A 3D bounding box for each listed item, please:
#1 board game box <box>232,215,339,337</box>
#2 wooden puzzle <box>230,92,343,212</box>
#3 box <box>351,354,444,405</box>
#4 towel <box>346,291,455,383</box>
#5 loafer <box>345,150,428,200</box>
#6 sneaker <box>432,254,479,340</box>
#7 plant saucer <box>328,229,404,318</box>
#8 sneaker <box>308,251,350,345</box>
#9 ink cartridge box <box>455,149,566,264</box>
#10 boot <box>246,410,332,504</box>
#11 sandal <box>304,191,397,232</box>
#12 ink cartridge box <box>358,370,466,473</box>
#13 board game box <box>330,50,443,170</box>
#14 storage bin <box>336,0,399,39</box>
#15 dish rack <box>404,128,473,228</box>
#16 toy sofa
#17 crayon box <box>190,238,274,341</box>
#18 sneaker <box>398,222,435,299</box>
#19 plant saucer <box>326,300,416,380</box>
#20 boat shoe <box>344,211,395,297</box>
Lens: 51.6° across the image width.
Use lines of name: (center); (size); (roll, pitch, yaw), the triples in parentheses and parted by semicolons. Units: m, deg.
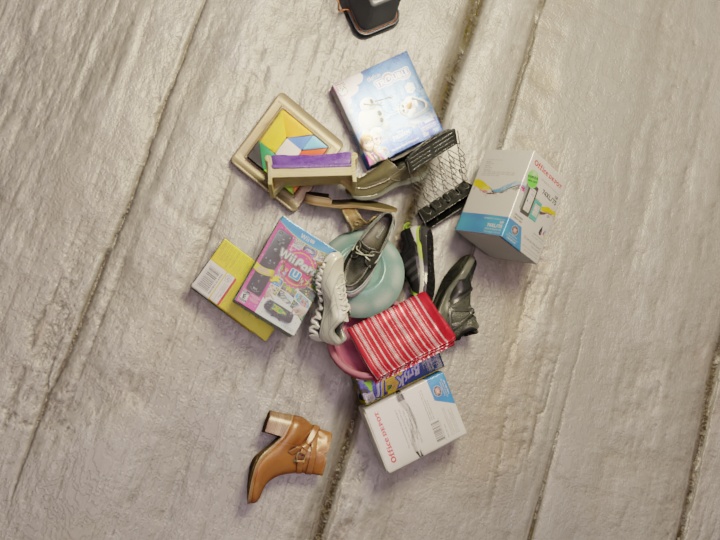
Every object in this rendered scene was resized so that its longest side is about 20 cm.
board game box: (-0.156, 0.013, 1.560); (0.145, 0.064, 0.203); (31, 77, -8)
wooden puzzle: (-0.160, -0.263, 1.643); (0.184, 0.037, 0.202); (37, 80, -6)
box: (0.081, 0.224, 1.637); (0.196, 0.070, 0.066); (-23, 89, -12)
towel: (0.087, 0.136, 1.567); (0.196, 0.023, 0.146); (-25, 57, -12)
loafer: (0.054, -0.218, 1.650); (0.196, 0.075, 0.071); (-22, 127, -12)
sneaker: (0.228, 0.070, 1.678); (0.113, 0.076, 0.203); (30, 76, -18)
plant saucer: (0.000, 0.000, 1.623); (0.195, 0.039, 0.207); (0, 71, 0)
sneaker: (-0.051, 0.060, 1.535); (0.080, 0.074, 0.205); (21, 116, 30)
ink cartridge box: (0.334, -0.144, 1.651); (0.145, 0.144, 0.205); (29, 80, -37)
boot: (-0.153, 0.413, 1.586); (0.152, 0.077, 0.205); (21, 75, -13)
sandal: (-0.025, -0.122, 1.651); (0.205, 0.078, 0.072); (9, 105, -8)
ink cartridge box: (0.111, 0.327, 1.629); (0.196, 0.084, 0.148); (-23, 90, -12)
board game box: (0.060, -0.363, 1.689); (0.196, 0.043, 0.203); (-27, 90, -11)
storage bin: (0.009, -0.643, 1.654); (0.143, 0.134, 0.204); (-23, 90, -12)
dish rack: (0.176, -0.207, 1.641); (0.152, 0.202, 0.055); (-33, 49, -12)
toy sofa: (-0.103, -0.216, 1.577); (0.194, 0.083, 0.101); (-2, 76, -3)
crayon box: (-0.249, 0.044, 1.596); (0.198, 0.051, 0.128); (38, 80, -5)
sneaker: (0.121, -0.004, 1.676); (0.081, 0.071, 0.207); (1, 90, 24)
plant saucer: (0.024, 0.149, 1.606); (0.194, 0.051, 0.205); (-1, 55, 2)
boat shoe: (0.010, -0.042, 1.578); (0.071, 0.071, 0.203); (26, 77, 8)
